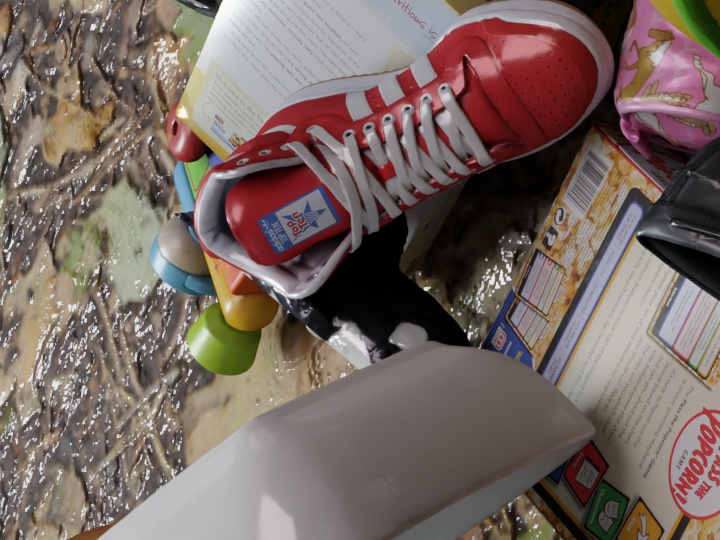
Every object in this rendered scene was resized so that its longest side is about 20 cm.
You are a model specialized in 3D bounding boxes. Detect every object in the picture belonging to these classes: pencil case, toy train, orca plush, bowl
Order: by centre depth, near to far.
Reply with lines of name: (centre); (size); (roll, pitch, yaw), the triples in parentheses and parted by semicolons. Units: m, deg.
bowl: (-0.022, 0.102, 1.240); (0.200, 0.199, 0.075); (-38, 80, 41)
pencil case: (0.160, -0.145, 1.259); (0.086, 0.082, 0.201); (-5, 75, 63)
orca plush: (0.000, 0.000, 1.380); (0.071, 0.105, 0.200); (-51, 31, -1)
toy train: (-0.054, 0.011, 1.525); (0.116, 0.084, 0.201); (-62, 35, 38)

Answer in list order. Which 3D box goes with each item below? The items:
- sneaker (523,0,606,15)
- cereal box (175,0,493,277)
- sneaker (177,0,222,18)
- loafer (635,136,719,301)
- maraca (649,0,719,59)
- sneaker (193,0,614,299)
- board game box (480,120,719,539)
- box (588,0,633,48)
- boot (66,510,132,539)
sneaker: (0.087, -0.206, 1.306); (0.090, 0.076, 0.201); (1, 80, 39)
cereal box: (-0.003, -0.093, 1.402); (0.144, 0.039, 0.200); (45, 142, 12)
sneaker: (-0.086, -0.184, 1.633); (0.200, 0.083, 0.077); (33, 105, 55)
loafer: (0.188, 0.027, 1.119); (0.070, 0.068, 0.200); (-40, 62, -13)
maraca: (0.157, -0.176, 1.150); (0.107, 0.137, 0.201); (3, 72, 36)
sneaker: (0.013, -0.050, 1.289); (0.199, 0.071, 0.112); (-19, 18, 41)
board game box: (0.127, 0.049, 1.265); (0.152, 0.046, 0.200); (-64, 35, 18)
box: (0.101, -0.208, 1.356); (0.117, 0.048, 0.201); (30, 99, 29)
boot: (-0.138, 0.224, 1.569); (0.155, 0.073, 0.201); (-36, 51, 44)
